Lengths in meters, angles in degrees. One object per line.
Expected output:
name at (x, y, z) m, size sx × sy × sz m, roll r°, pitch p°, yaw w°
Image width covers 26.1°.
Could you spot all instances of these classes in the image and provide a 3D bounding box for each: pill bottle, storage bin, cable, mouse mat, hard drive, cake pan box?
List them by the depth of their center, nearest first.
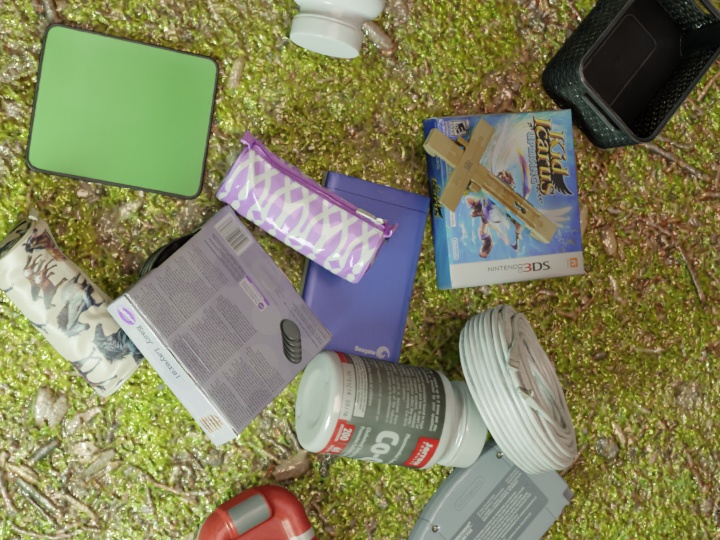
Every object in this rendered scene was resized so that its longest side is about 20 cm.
cake pan box at (-0.149, 0.054, 1.647) m, size 0.200 × 0.052 × 0.184 m, roll 51°, pitch 47°, yaw -9°
mouse mat at (-0.256, -0.171, 1.680) m, size 0.198 × 0.008 × 0.162 m, roll 10°, pitch 86°, yaw -21°
pill bottle at (-0.017, -0.345, 1.723) m, size 0.111 × 0.112 × 0.202 m, roll 16°, pitch 84°, yaw -22°
pill bottle at (0.037, 0.161, 1.742) m, size 0.198 × 0.114 × 0.115 m, roll 12°, pitch 85°, yaw -22°
cable at (0.182, 0.138, 1.764) m, size 0.069 × 0.201 × 0.201 m, roll -25°, pitch 119°, yaw 14°
hard drive at (0.000, 0.000, 1.775) m, size 0.131 × 0.025 × 0.202 m, roll 13°, pitch 85°, yaw -22°
storage bin at (0.334, -0.259, 1.879) m, size 0.135 × 0.094 × 0.200 m, roll 44°, pitch 75°, yaw -17°

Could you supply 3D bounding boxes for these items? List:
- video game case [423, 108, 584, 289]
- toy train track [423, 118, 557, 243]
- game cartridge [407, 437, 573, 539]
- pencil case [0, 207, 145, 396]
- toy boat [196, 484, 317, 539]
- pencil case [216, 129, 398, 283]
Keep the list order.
video game case at (0.171, -0.086, 1.837) m, size 0.180 × 0.045 × 0.202 m, roll -6°, pitch 92°, yaw -23°
toy train track at (0.146, -0.095, 1.788) m, size 0.200 × 0.032 × 0.115 m, roll 36°, pitch 70°, yaw -23°
game cartridge at (0.149, 0.291, 1.832) m, size 0.200 × 0.040 × 0.134 m, roll -46°, pitch 109°, yaw -16°
pencil case at (-0.303, 0.033, 1.620) m, size 0.089 × 0.078 × 0.200 m, roll -41°, pitch 105°, yaw 0°
toy boat at (-0.085, 0.338, 1.681) m, size 0.130 × 0.131 × 0.201 m, roll -28°, pitch 100°, yaw -22°
pencil case at (-0.060, -0.066, 1.698) m, size 0.199 × 0.086 × 0.084 m, roll 30°, pitch 44°, yaw -6°
